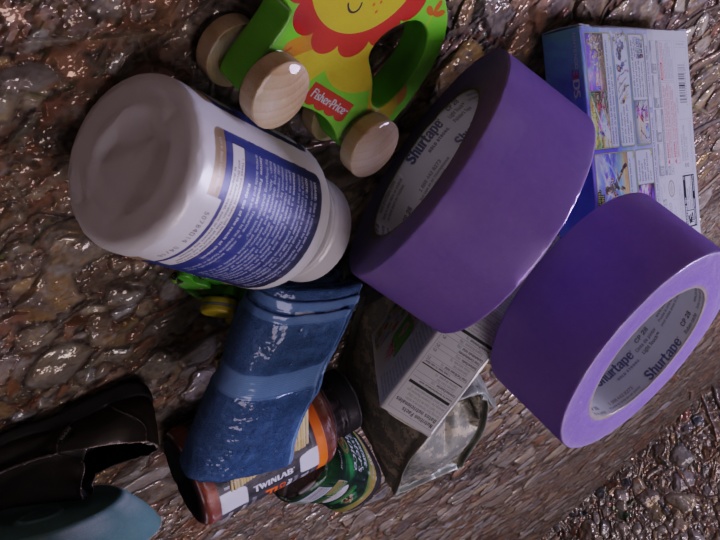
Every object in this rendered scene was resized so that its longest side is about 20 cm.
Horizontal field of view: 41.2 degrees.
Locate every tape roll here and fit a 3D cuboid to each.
[{"bbox_3d":[0.081,-0.060,0.735,0.084,0.201,0.201,32,111,-14],"label":"tape roll"},{"bbox_3d":[0.207,0.043,0.791,0.199,0.085,0.202,-30,144,-25],"label":"tape roll"}]

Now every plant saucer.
[{"bbox_3d":[-0.274,0.226,0.829,0.197,0.037,0.200,-11,-177,1],"label":"plant saucer"}]

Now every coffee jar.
[{"bbox_3d":[-0.046,0.232,1.159,0.085,0.105,0.200,-36,154,7],"label":"coffee jar"}]

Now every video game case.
[{"bbox_3d":[0.243,-0.118,0.878,0.180,0.203,0.045,-11,-173,-43],"label":"video game case"}]

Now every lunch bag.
[{"bbox_3d":[0.063,0.114,1.035,0.116,0.165,0.201,-16,148,-24],"label":"lunch bag"}]

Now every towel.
[{"bbox_3d":[-0.076,0.091,0.798,0.111,0.049,0.202,-5,129,-46],"label":"towel"}]

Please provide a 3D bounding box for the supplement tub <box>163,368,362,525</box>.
[{"bbox_3d":[-0.097,0.175,1.003,0.198,0.107,0.108,-23,151,-24],"label":"supplement tub"}]

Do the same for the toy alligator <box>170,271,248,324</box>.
[{"bbox_3d":[-0.124,0.004,0.765,0.053,0.060,0.200,-1,165,24],"label":"toy alligator"}]

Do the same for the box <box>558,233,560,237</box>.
[{"bbox_3d":[0.234,0.003,0.934,0.199,0.037,0.139,24,79,-40],"label":"box"}]

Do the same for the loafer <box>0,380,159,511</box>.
[{"bbox_3d":[-0.263,0.168,0.830,0.198,0.072,0.073,-28,152,-17],"label":"loafer"}]

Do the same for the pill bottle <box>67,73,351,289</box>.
[{"bbox_3d":[-0.090,-0.049,0.651,0.111,0.111,0.199,-44,152,15],"label":"pill bottle"}]

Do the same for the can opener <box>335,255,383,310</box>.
[{"bbox_3d":[0.000,0.000,0.902,0.198,0.054,0.067,-28,153,-20],"label":"can opener"}]

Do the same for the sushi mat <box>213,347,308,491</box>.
[{"bbox_3d":[-0.086,0.120,0.874,0.095,0.012,0.202,-27,141,-26],"label":"sushi mat"}]

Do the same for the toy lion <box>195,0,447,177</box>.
[{"bbox_3d":[-0.001,-0.174,0.628,0.192,0.069,0.199,-51,151,11],"label":"toy lion"}]

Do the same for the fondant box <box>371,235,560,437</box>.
[{"bbox_3d":[0.089,0.025,0.850,0.201,0.058,0.145,-54,-166,16],"label":"fondant box"}]
